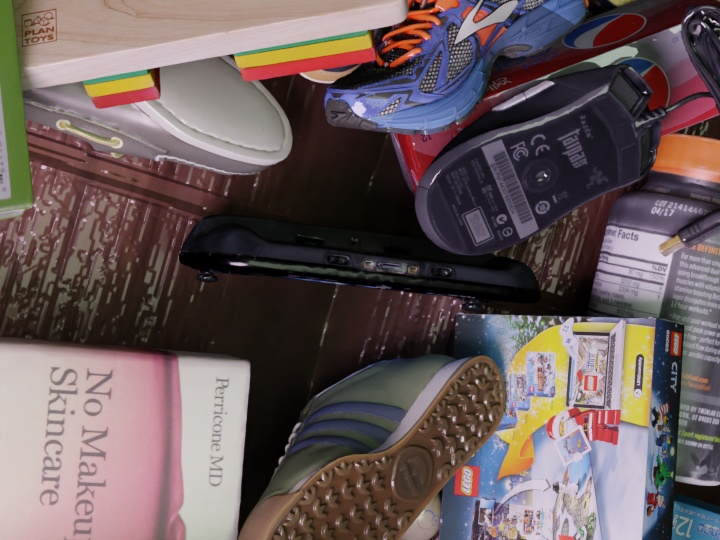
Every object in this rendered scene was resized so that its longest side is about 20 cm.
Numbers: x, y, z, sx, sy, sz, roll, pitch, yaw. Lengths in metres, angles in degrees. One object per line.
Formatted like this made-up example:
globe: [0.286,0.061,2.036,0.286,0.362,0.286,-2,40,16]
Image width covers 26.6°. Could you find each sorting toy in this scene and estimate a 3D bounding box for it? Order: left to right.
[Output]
sorting toy: [-0.082,-0.183,0.777,0.198,0.070,0.200,-9,64,5]

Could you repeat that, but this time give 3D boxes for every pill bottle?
pill bottle: [0.192,0.021,0.921,0.105,0.106,0.202,13,91,-18]

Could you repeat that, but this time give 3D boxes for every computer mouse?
computer mouse: [0.132,-0.056,0.840,0.199,0.046,0.141,-30,124,7]

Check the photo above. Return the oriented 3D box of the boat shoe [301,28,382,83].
boat shoe: [-0.014,-0.208,0.856,0.074,0.062,0.202,-1,94,-16]

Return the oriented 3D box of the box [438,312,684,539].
box: [0.112,0.126,0.875,0.038,0.136,0.202,12,81,-49]

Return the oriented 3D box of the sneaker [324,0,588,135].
sneaker: [0.047,-0.139,0.844,0.200,0.075,0.079,-42,125,-35]

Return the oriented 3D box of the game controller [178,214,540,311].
game controller: [0.000,0.000,0.858,0.198,0.104,0.042,6,98,-18]

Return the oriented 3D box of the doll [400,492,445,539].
doll: [-0.007,0.215,0.907,0.136,0.048,0.201,31,80,-16]

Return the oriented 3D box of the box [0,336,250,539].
box: [-0.168,0.101,0.805,0.198,0.109,0.129,5,86,-18]

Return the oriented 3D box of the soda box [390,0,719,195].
soda box: [0.118,-0.099,0.883,0.199,0.070,0.064,-21,115,-4]

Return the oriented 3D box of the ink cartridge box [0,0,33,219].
ink cartridge box: [-0.259,-0.094,0.719,0.076,0.199,0.149,-17,104,-60]

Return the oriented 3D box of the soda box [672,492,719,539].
soda box: [0.257,0.195,0.979,0.199,0.068,0.065,18,89,-19]

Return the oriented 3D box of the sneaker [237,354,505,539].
sneaker: [-0.010,0.109,0.849,0.200,0.089,0.068,-36,116,-36]

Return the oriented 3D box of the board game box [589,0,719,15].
board game box: [0.224,-0.189,0.949,0.199,0.035,0.136,34,85,-18]

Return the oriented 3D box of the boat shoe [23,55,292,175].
boat shoe: [-0.134,-0.099,0.829,0.201,0.060,0.072,22,46,-23]
